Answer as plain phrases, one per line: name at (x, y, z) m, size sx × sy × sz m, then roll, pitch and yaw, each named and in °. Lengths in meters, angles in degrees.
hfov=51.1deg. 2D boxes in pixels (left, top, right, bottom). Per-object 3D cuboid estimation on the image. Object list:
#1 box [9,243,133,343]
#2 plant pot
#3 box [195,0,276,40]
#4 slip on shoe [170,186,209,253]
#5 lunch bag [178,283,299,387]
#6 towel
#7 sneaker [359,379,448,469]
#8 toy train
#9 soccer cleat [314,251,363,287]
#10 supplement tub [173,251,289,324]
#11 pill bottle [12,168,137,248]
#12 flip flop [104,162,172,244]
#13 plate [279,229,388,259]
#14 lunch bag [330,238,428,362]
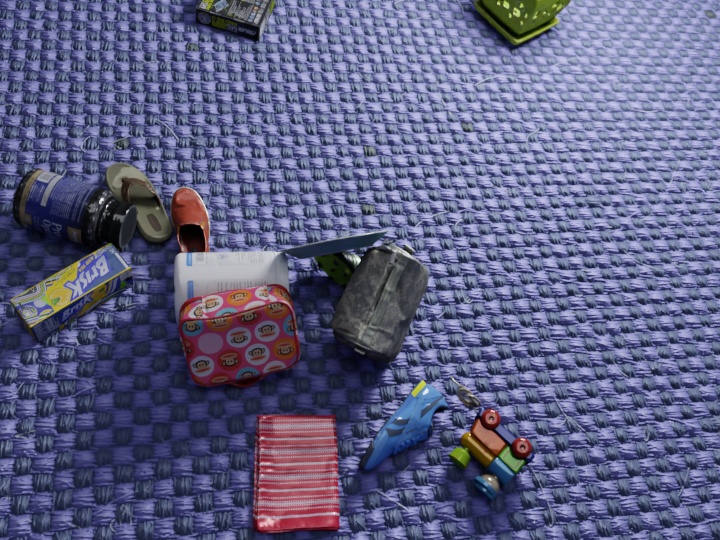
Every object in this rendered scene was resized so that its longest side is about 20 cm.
box at (-0.508, 0.038, 1.341) m, size 0.199 × 0.064 × 0.070 m, roll -35°, pitch 71°, yaw -28°
plant pot at (0.415, -0.701, 1.905) m, size 0.198 × 0.182 × 0.200 m, roll -32°, pitch 70°, yaw -26°
box at (-0.290, -0.656, 1.818) m, size 0.159 × 0.044 × 0.201 m, roll 15°, pitch 57°, yaw -1°
slip on shoe at (-0.326, -0.083, 1.453) m, size 0.073 × 0.061 × 0.202 m, roll -7°, pitch 59°, yaw -13°
lunch bag at (-0.203, 0.122, 1.294) m, size 0.198 × 0.178 × 0.082 m, roll -10°, pitch 31°, yaw -7°
towel at (-0.107, 0.337, 1.265) m, size 0.143 × 0.023 × 0.202 m, roll 3°, pitch 58°, yaw -10°
sneaker at (0.079, 0.281, 1.312) m, size 0.078 × 0.066 × 0.200 m, roll 41°, pitch 60°, yaw 10°
toy train at (0.195, 0.295, 1.323) m, size 0.200 × 0.085 × 0.116 m, roll 42°, pitch 74°, yaw 14°
soccer cleat at (0.000, 0.000, 1.472) m, size 0.199 × 0.068 × 0.081 m, roll 31°, pitch 48°, yaw 0°
supplement tub at (-0.233, 0.032, 1.360) m, size 0.198 × 0.132 × 0.133 m, roll 0°, pitch 59°, yaw -12°
pill bottle at (-0.525, -0.110, 1.399) m, size 0.198 × 0.112 × 0.113 m, roll 17°, pitch 57°, yaw 0°
flip flop at (-0.429, -0.139, 1.467) m, size 0.081 × 0.058 × 0.201 m, roll -25°, pitch 67°, yaw -24°
plate at (-0.045, -0.043, 1.348) m, size 0.198 × 0.200 × 0.026 m, roll -12°, pitch 92°, yaw -18°
lunch bag at (0.038, 0.056, 1.342) m, size 0.138 × 0.168 × 0.202 m, roll 25°, pitch 83°, yaw -1°
